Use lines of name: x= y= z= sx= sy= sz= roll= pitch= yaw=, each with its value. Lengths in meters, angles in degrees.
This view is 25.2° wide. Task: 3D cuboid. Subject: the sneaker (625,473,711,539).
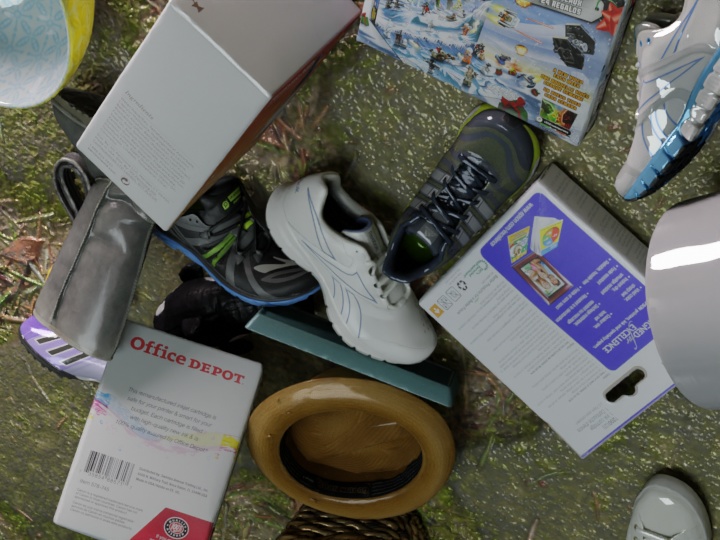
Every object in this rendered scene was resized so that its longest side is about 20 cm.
sneaker: x=0.264 y=0.276 z=1.439 sx=0.072 sy=0.085 sz=0.202 roll=18 pitch=130 yaw=24

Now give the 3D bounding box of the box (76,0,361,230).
box: x=-0.117 y=-0.156 z=1.312 sx=0.106 sy=0.152 sz=0.200 roll=43 pitch=137 yaw=-2

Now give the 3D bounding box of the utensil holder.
utensil holder: x=0.325 y=0.010 z=1.132 sx=0.199 sy=0.170 sz=0.171 roll=-11 pitch=117 yaw=43

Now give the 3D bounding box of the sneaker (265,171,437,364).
sneaker: x=0.000 y=0.000 z=1.403 sx=0.200 sy=0.075 sz=0.087 roll=49 pitch=145 yaw=-10

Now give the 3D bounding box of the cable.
cable: x=-0.276 y=-0.017 z=1.601 sx=0.097 sy=0.050 sz=0.201 roll=29 pitch=136 yaw=22

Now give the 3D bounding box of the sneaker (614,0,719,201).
sneaker: x=0.226 y=-0.138 z=1.161 sx=0.086 sy=0.075 sz=0.201 roll=40 pitch=132 yaw=15

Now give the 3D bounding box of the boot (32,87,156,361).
boot: x=-0.251 y=-0.045 z=1.475 sx=0.181 sy=0.072 sz=0.202 roll=39 pitch=116 yaw=33

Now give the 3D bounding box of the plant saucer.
plant saucer: x=-0.004 y=0.072 z=1.457 sx=0.198 sy=0.070 sz=0.019 roll=22 pitch=105 yaw=5

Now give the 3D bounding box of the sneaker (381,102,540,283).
sneaker: x=0.079 y=-0.054 z=1.307 sx=0.074 sy=0.081 sz=0.201 roll=35 pitch=137 yaw=3

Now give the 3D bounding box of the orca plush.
orca plush: x=-0.134 y=0.055 z=1.547 sx=0.198 sy=0.071 sz=0.106 roll=5 pitch=126 yaw=31

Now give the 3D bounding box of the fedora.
fedora: x=-0.005 y=0.147 z=1.507 sx=0.198 sy=0.082 sz=0.202 roll=6 pitch=133 yaw=7

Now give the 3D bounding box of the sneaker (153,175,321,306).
sneaker: x=-0.117 y=-0.036 z=1.465 sx=0.198 sy=0.071 sz=0.083 roll=31 pitch=142 yaw=14

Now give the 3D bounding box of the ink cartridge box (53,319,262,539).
ink cartridge box: x=-0.189 y=0.168 z=1.537 sx=0.144 sy=0.202 sz=0.145 roll=19 pitch=169 yaw=-2

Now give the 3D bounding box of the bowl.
bowl: x=-0.299 y=-0.253 z=1.392 sx=0.198 sy=0.108 sz=0.202 roll=19 pitch=132 yaw=22

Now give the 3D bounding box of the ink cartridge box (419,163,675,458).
ink cartridge box: x=0.173 y=0.038 z=1.343 sx=0.200 sy=0.043 sz=0.198 roll=44 pitch=136 yaw=0

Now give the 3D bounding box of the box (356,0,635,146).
box: x=0.100 y=-0.196 z=1.212 sx=0.199 sy=0.040 sz=0.138 roll=28 pitch=136 yaw=14

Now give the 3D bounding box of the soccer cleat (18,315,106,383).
soccer cleat: x=-0.263 y=0.086 z=1.673 sx=0.199 sy=0.068 sz=0.074 roll=28 pitch=121 yaw=11

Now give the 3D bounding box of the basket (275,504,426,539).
basket: x=-0.019 y=0.337 z=1.634 sx=0.142 sy=0.149 sz=0.202 roll=23 pitch=133 yaw=18
